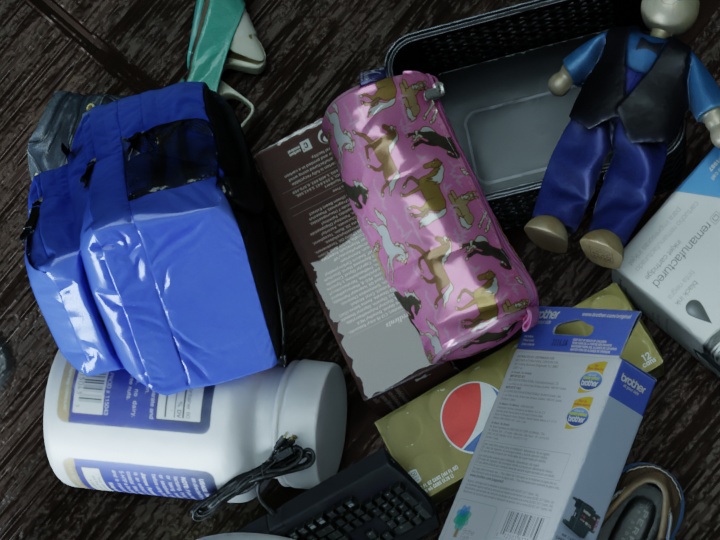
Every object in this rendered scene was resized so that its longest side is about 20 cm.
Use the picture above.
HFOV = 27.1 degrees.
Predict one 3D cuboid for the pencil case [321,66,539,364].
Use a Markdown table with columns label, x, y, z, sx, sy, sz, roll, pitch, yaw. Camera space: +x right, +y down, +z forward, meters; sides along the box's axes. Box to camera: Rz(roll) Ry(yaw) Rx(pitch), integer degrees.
| label | x | y | z | sx | sy | sz | roll | pitch | yaw |
| --- | --- | --- | --- | --- | --- | --- | --- | --- | --- |
| pencil case | 0.047 | -0.037 | 1.002 | 0.082 | 0.087 | 0.201 | -17 | 75 | -30 |

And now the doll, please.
| label | x | y | z | sx | sy | sz | roll | pitch | yaw |
| --- | --- | --- | --- | --- | --- | --- | --- | --- | --- |
| doll | 0.183 | -0.103 | 0.999 | 0.135 | 0.048 | 0.202 | 16 | 76 | 25 |

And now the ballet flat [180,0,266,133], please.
| label | x | y | z | sx | sy | sz | roll | pitch | yaw |
| --- | --- | --- | --- | --- | --- | --- | --- | --- | --- |
| ballet flat | -0.112 | -0.149 | 1.173 | 0.070 | 0.067 | 0.202 | 16 | 82 | -7 |

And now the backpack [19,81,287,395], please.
| label | x | y | z | sx | sy | sz | roll | pitch | yaw |
| --- | --- | --- | --- | --- | --- | --- | --- | --- | --- |
| backpack | -0.144 | -0.036 | 1.039 | 0.166 | 0.164 | 0.201 | -9 | 37 | -2 |

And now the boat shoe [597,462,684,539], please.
| label | x | y | z | sx | sy | sz | roll | pitch | yaw |
| --- | --- | --- | --- | --- | --- | --- | --- | --- | --- |
| boat shoe | 0.142 | 0.213 | 0.942 | 0.072 | 0.072 | 0.202 | 21 | 85 | 14 |

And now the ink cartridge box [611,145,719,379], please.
| label | x | y | z | sx | sy | sz | roll | pitch | yaw |
| --- | --- | --- | --- | --- | --- | --- | --- | --- | --- |
| ink cartridge box | 0.294 | 0.015 | 1.026 | 0.200 | 0.086 | 0.147 | 42 | 89 | 19 |

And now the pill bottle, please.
| label | x | y | z | sx | sy | sz | roll | pitch | yaw |
| --- | --- | --- | --- | --- | --- | --- | --- | --- | --- |
| pill bottle | -0.116 | 0.105 | 1.082 | 0.198 | 0.120 | 0.121 | 4 | 79 | 14 |

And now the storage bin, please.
| label | x | y | z | sx | sy | sz | roll | pitch | yaw |
| --- | --- | --- | --- | --- | --- | --- | --- | --- | --- |
| storage bin | 0.128 | -0.113 | 1.088 | 0.198 | 0.094 | 0.137 | -14 | 76 | 11 |

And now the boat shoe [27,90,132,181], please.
| label | x | y | z | sx | sy | sz | roll | pitch | yaw |
| --- | --- | --- | --- | --- | --- | --- | --- | --- | --- |
| boat shoe | -0.220 | -0.044 | 1.169 | 0.090 | 0.071 | 0.202 | 8 | 73 | 16 |

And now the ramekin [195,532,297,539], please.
| label | x | y | z | sx | sy | sz | roll | pitch | yaw |
| --- | --- | --- | --- | --- | --- | --- | --- | --- | --- |
| ramekin | -0.058 | 0.248 | 0.961 | 0.201 | 0.202 | 0.095 | 19 | 106 | 16 |

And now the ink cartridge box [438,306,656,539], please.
| label | x | y | z | sx | sy | sz | roll | pitch | yaw |
| --- | --- | --- | --- | --- | --- | --- | --- | --- | --- |
| ink cartridge box | 0.119 | 0.121 | 0.956 | 0.042 | 0.119 | 0.202 | 27 | 77 | -25 |

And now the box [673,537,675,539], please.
| label | x | y | z | sx | sy | sz | roll | pitch | yaw |
| --- | --- | --- | --- | --- | --- | --- | --- | --- | --- |
| box | 0.122 | 0.218 | 1.024 | 0.198 | 0.078 | 0.096 | -21 | 75 | 8 |

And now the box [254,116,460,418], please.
| label | x | y | z | sx | sy | sz | roll | pitch | yaw |
| --- | --- | --- | --- | --- | --- | --- | --- | --- | --- |
| box | 0.000 | 0.000 | 1.088 | 0.074 | 0.100 | 0.201 | -27 | 73 | 2 |

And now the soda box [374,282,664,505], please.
| label | x | y | z | sx | sy | sz | roll | pitch | yaw |
| --- | --- | --- | --- | --- | --- | --- | --- | --- | --- |
| soda box | 0.114 | 0.090 | 1.062 | 0.199 | 0.064 | 0.068 | -30 | 74 | 5 |

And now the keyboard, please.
| label | x | y | z | sx | sy | sz | roll | pitch | yaw |
| --- | --- | --- | --- | --- | --- | --- | --- | --- | --- |
| keyboard | -0.053 | 0.181 | 1.039 | 0.199 | 0.021 | 0.127 | -33 | 115 | 21 |
